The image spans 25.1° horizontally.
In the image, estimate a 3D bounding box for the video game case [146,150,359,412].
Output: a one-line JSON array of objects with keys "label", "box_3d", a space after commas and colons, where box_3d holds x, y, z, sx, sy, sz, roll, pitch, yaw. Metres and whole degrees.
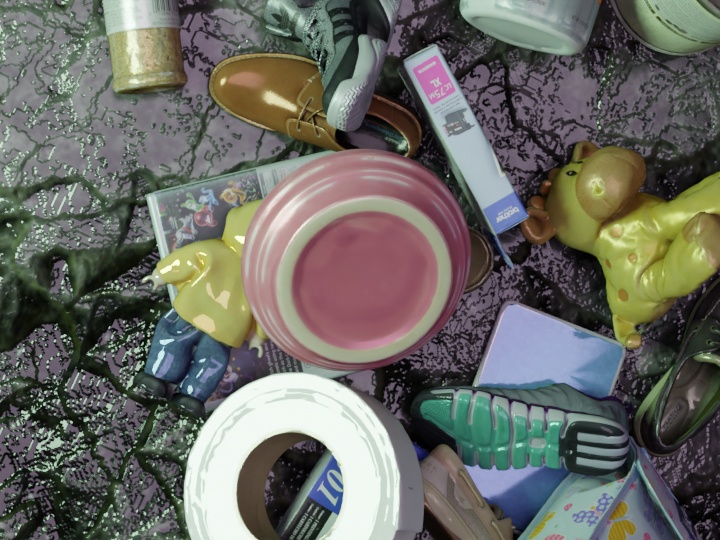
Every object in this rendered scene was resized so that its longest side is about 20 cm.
[{"label": "video game case", "box_3d": [-0.082, 0.009, 1.456, 0.180, 0.023, 0.202, -14, 94, -9]}]

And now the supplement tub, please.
[{"label": "supplement tub", "box_3d": [0.172, -0.304, 1.439, 0.121, 0.123, 0.202, 18, 88, -9]}]

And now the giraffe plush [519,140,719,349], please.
[{"label": "giraffe plush", "box_3d": [0.240, -0.046, 1.455, 0.162, 0.173, 0.200, 42, 117, 3]}]

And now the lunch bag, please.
[{"label": "lunch bag", "box_3d": [0.239, 0.265, 1.440, 0.200, 0.127, 0.170, -43, 106, -43]}]

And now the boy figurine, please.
[{"label": "boy figurine", "box_3d": [-0.128, 0.022, 1.405, 0.123, 0.064, 0.202, 26, 86, -12]}]

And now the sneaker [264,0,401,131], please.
[{"label": "sneaker", "box_3d": [-0.034, -0.197, 1.395, 0.113, 0.201, 0.076, 18, 130, -1]}]

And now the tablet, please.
[{"label": "tablet", "box_3d": [0.157, 0.141, 1.499, 0.129, 0.014, 0.202, 21, 87, -8]}]

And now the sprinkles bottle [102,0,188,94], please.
[{"label": "sprinkles bottle", "box_3d": [-0.195, -0.258, 1.410, 0.067, 0.068, 0.202, -7, 92, -9]}]

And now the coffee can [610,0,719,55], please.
[{"label": "coffee can", "box_3d": [0.314, -0.273, 1.422, 0.145, 0.200, 0.148, 0, 91, -9]}]

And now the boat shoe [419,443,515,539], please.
[{"label": "boat shoe", "box_3d": [0.111, 0.240, 1.452, 0.065, 0.072, 0.200, -47, 115, -19]}]

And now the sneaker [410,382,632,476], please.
[{"label": "sneaker", "box_3d": [0.147, 0.134, 1.468, 0.198, 0.088, 0.075, 10, 117, 12]}]

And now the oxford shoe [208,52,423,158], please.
[{"label": "oxford shoe", "box_3d": [-0.040, -0.143, 1.426, 0.198, 0.071, 0.072, 16, 108, 0]}]

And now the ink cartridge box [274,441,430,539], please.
[{"label": "ink cartridge box", "box_3d": [-0.019, 0.231, 1.457, 0.094, 0.044, 0.201, 32, 86, -10]}]

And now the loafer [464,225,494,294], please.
[{"label": "loafer", "box_3d": [0.037, -0.012, 1.436, 0.198, 0.067, 0.077, 3, 89, -24]}]

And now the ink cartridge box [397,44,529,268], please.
[{"label": "ink cartridge box", "box_3d": [0.096, -0.102, 1.430, 0.042, 0.119, 0.201, -26, 95, 1]}]

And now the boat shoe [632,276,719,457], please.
[{"label": "boat shoe", "box_3d": [0.326, 0.087, 1.497, 0.071, 0.066, 0.202, 34, 86, -7]}]

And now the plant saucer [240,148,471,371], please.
[{"label": "plant saucer", "box_3d": [0.000, 0.000, 1.363, 0.198, 0.051, 0.203, -4, 115, -9]}]

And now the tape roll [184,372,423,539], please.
[{"label": "tape roll", "box_3d": [-0.048, 0.191, 1.387, 0.200, 0.071, 0.205, -4, 78, 18]}]
